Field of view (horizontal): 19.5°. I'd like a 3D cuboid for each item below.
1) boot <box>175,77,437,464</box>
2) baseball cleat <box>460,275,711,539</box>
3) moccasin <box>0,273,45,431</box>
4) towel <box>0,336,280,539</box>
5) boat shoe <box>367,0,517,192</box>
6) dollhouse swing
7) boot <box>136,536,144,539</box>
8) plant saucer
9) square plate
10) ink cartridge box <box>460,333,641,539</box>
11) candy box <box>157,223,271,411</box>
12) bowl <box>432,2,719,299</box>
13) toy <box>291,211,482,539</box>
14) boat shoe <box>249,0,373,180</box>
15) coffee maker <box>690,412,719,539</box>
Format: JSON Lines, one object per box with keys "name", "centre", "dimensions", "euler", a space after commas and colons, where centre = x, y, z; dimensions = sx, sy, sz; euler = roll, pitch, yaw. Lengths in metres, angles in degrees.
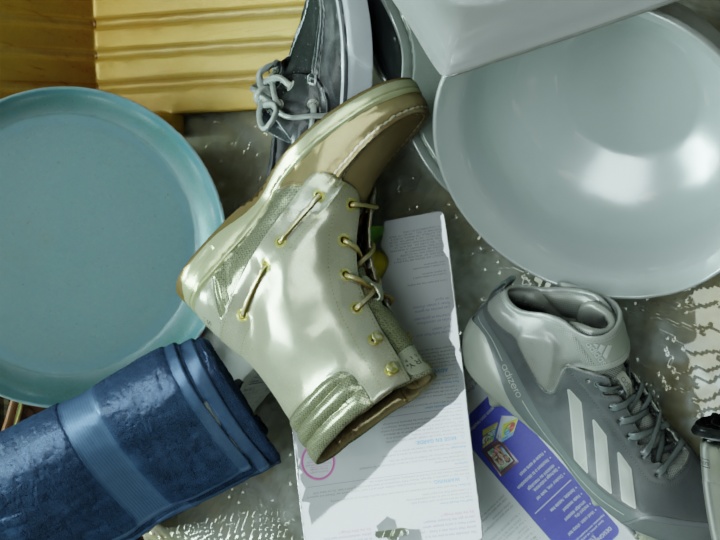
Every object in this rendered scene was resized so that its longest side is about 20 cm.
{"name": "boot", "centre": [0.000, 0.000, 1.240], "dimensions": [0.200, 0.072, 0.155], "euler": [-46, 69, 18]}
{"name": "baseball cleat", "centre": [0.149, 0.083, 1.240], "dimensions": [0.200, 0.070, 0.106], "euler": [36, 138, 4]}
{"name": "moccasin", "centre": [-0.237, 0.025, 1.350], "dimensions": [0.074, 0.078, 0.202], "euler": [5, 94, 25]}
{"name": "towel", "centre": [-0.160, 0.123, 1.308], "dimensions": [0.200, 0.049, 0.112], "euler": [-27, 126, 7]}
{"name": "boat shoe", "centre": [0.045, -0.137, 1.307], "dimensions": [0.076, 0.060, 0.200], "euler": [-13, 85, -10]}
{"name": "dollhouse swing", "centre": [-0.138, -0.185, 1.334], "dimensions": [0.176, 0.182, 0.200], "euler": [0, 93, 34]}
{"name": "boot", "centre": [-0.177, 0.297, 1.360], "dimensions": [0.200, 0.068, 0.188], "euler": [-51, 28, 39]}
{"name": "plant saucer", "centre": [-0.183, -0.015, 1.305], "dimensions": [0.200, 0.027, 0.200], "euler": [-1, 98, -10]}
{"name": "square plate", "centre": [0.110, -0.187, 1.176], "dimensions": [0.198, 0.200, 0.028], "euler": [-19, 122, -4]}
{"name": "ink cartridge box", "centre": [0.098, 0.143, 1.309], "dimensions": [0.099, 0.039, 0.200], "euler": [-45, 74, 18]}
{"name": "candy box", "centre": [-0.150, 0.051, 1.394], "dimensions": [0.168, 0.072, 0.200], "euler": [46, 109, 16]}
{"name": "bowl", "centre": [0.150, -0.090, 1.226], "dimensions": [0.201, 0.090, 0.201], "euler": [12, 128, 16]}
{"name": "toy", "centre": [0.015, 0.071, 1.296], "dimensions": [0.115, 0.047, 0.200], "euler": [-9, 85, 21]}
{"name": "boat shoe", "centre": [-0.035, -0.101, 1.315], "dimensions": [0.068, 0.074, 0.200], "euler": [-1, 114, -15]}
{"name": "coffee maker", "centre": [0.287, 0.176, 1.177], "dimensions": [0.192, 0.135, 0.200], "euler": [-5, 92, 23]}
